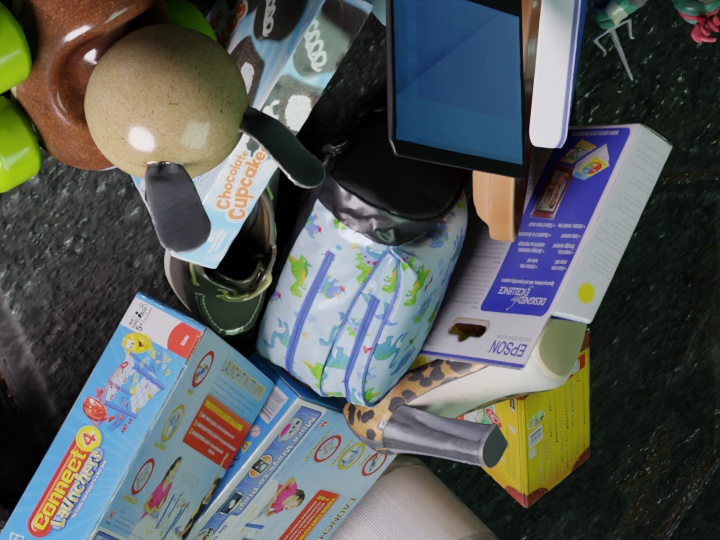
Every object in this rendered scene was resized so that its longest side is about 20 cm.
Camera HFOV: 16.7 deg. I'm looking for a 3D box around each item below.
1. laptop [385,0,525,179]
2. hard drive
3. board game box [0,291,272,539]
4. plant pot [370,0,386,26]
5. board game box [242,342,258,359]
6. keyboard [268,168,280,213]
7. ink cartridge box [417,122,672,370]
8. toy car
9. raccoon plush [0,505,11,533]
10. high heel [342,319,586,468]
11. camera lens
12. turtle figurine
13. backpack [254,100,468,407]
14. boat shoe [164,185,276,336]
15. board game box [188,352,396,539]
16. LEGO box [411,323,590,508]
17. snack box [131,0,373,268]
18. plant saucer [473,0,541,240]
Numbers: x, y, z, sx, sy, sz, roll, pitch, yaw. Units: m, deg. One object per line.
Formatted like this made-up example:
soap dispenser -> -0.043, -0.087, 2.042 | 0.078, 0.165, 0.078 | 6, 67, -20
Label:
laptop -> 0.101, -0.163, 1.445 | 0.200, 0.103, 0.177 | -42, 159, 21
hard drive -> 0.141, -0.192, 1.662 | 0.200, 0.025, 0.132 | -75, 170, -53
board game box -> -0.152, 0.132, 1.698 | 0.196, 0.056, 0.200 | -61, 164, -7
plant pot -> 0.064, -0.255, 1.517 | 0.141, 0.141, 0.200 | -11, 143, -47
board game box -> -0.058, 0.079, 1.892 | 0.200, 0.023, 0.105 | -43, 154, -8
keyboard -> -0.076, -0.086, 1.675 | 0.056, 0.011, 0.200 | -23, 144, -27
ink cartridge box -> 0.124, -0.013, 1.804 | 0.047, 0.198, 0.200 | 30, 79, -26
toy car -> -0.116, -0.088, 1.414 | 0.164, 0.200, 0.158 | -32, 148, -25
raccoon plush -> -0.262, 0.157, 1.689 | 0.200, 0.097, 0.134 | -43, 152, -64
high heel -> 0.081, 0.064, 1.848 | 0.200, 0.142, 0.071 | -51, 134, -34
camera lens -> 0.045, 0.267, 2.084 | 0.160, 0.200, 0.160 | -33, 148, -23
turtle figurine -> 0.223, -0.243, 1.755 | 0.150, 0.101, 0.200 | -65, 153, -48
backpack -> 0.000, 0.000, 1.761 | 0.200, 0.154, 0.163 | -49, -178, 32
boat shoe -> -0.092, -0.014, 1.679 | 0.072, 0.060, 0.202 | -23, 145, -16
board game box -> -0.079, 0.171, 1.901 | 0.200, 0.056, 0.196 | -51, 152, 8
LEGO box -> 0.109, 0.077, 1.983 | 0.077, 0.149, 0.200 | -36, 151, -18
snack box -> -0.073, -0.114, 1.526 | 0.037, 0.116, 0.200 | 19, 114, -32
plant saucer -> 0.104, -0.122, 1.725 | 0.200, 0.032, 0.201 | 5, 90, -83
